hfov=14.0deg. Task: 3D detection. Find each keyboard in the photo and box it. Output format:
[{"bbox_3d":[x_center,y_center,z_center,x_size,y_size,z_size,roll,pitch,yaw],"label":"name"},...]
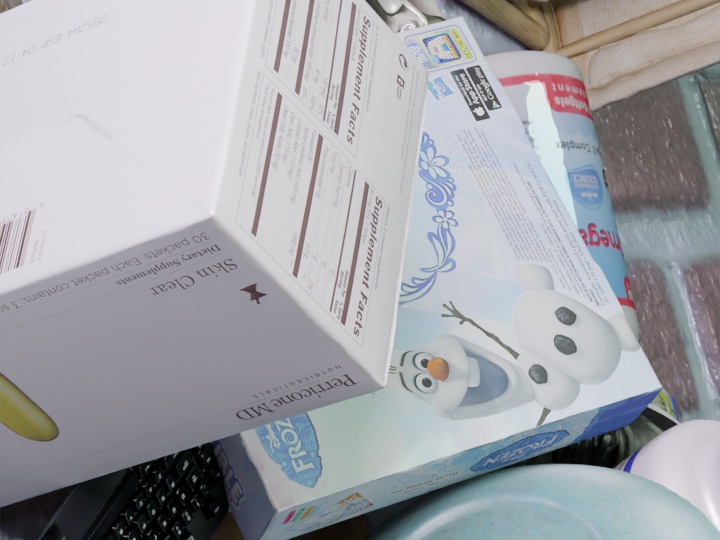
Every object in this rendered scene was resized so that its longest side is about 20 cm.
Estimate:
[{"bbox_3d":[-0.094,0.140,1.126,0.200,0.039,0.104,-56,138,-40],"label":"keyboard"}]

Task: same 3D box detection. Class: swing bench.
[{"bbox_3d":[0.135,-0.201,1.594,0.200,0.198,0.130,45,38,-38],"label":"swing bench"}]

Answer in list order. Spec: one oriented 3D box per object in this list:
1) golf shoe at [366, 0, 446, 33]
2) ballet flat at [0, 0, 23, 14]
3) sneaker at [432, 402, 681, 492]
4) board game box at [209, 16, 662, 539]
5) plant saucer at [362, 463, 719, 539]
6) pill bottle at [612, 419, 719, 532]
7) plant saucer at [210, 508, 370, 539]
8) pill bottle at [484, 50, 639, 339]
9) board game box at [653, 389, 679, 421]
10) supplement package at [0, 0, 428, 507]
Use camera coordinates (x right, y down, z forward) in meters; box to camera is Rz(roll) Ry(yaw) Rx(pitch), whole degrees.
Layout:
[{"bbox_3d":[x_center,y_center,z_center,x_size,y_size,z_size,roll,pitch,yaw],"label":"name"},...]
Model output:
[{"bbox_3d":[0.004,-0.086,1.423,0.077,0.088,0.201,24,55,-54],"label":"golf shoe"},{"bbox_3d":[-0.197,-0.158,1.180,0.200,0.046,0.067,54,2,-36],"label":"ballet flat"},{"bbox_3d":[0.075,0.090,1.360,0.199,0.076,0.088,14,12,-18],"label":"sneaker"},{"bbox_3d":[0.000,0.000,1.263,0.198,0.043,0.201,-15,67,-30],"label":"board game box"},{"bbox_3d":[0.057,0.144,1.202,0.202,0.200,0.039,-77,153,-43],"label":"plant saucer"},{"bbox_3d":[0.142,0.136,1.310,0.112,0.200,0.112,28,41,-27],"label":"pill bottle"},{"bbox_3d":[-0.046,0.135,1.270,0.200,0.029,0.201,35,45,-45],"label":"plant saucer"},{"bbox_3d":[0.079,-0.001,1.474,0.109,0.108,0.201,7,68,-57],"label":"pill bottle"},{"bbox_3d":[0.170,0.160,1.573,0.135,0.029,0.201,33,43,-74],"label":"board game box"},{"bbox_3d":[-0.091,-0.020,1.110,0.111,0.199,0.156,44,40,-37],"label":"supplement package"}]
